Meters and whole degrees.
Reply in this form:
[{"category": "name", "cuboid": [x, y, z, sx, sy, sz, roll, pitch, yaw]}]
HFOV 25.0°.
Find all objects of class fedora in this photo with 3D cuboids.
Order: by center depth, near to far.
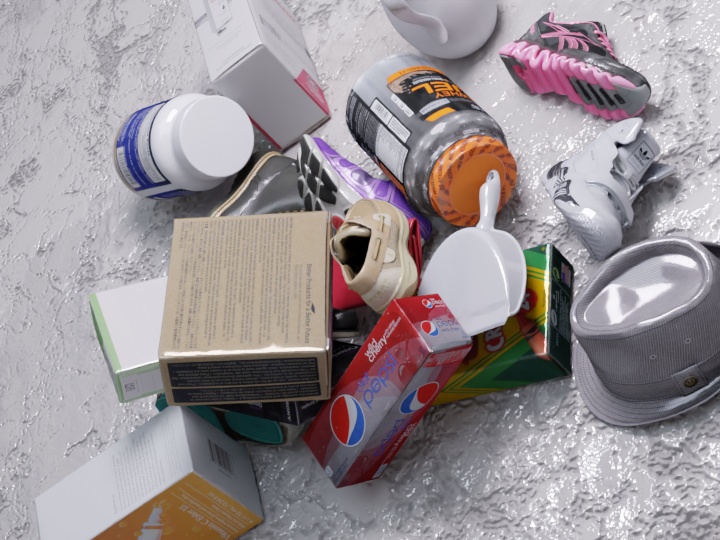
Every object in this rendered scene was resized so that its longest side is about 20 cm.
[{"category": "fedora", "cuboid": [0.260, 0.039, 1.458, 0.199, 0.090, 0.178, -22, 48, 27]}]

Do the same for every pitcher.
[{"category": "pitcher", "cuboid": [0.069, -0.306, 1.786, 0.120, 0.200, 0.173, -22, 49, 26]}]

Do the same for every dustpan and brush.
[{"category": "dustpan and brush", "cuboid": [0.113, -0.016, 1.578, 0.139, 0.057, 0.202, -23, 55, 43]}]

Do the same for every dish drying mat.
[{"category": "dish drying mat", "cuboid": [0.000, 0.000, 1.701, 0.199, 0.018, 0.078, -16, 75, 54]}]

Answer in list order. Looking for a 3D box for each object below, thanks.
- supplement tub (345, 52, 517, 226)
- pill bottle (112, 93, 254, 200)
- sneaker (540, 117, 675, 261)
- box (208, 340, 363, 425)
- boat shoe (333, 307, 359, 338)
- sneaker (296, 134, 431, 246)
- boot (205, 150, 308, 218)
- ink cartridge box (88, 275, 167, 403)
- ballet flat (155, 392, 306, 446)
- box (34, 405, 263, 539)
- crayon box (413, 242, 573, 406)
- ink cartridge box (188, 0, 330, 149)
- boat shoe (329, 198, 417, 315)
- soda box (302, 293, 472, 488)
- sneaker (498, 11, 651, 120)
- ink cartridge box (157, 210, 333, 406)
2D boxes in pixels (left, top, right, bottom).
[{"category": "supplement tub", "cuboid": [0.076, -0.137, 1.716, 0.123, 0.122, 0.200, -45, 43, 4]}, {"category": "pill bottle", "cuboid": [-0.210, -0.148, 1.927, 0.199, 0.115, 0.116, -4, 56, 60]}, {"category": "sneaker", "cuboid": [0.240, -0.084, 1.540, 0.115, 0.075, 0.200, -37, 16, 8]}, {"category": "box", "cuboid": [-0.086, 0.106, 1.677, 0.199, 0.036, 0.142, 9, 23, 42]}, {"category": "boat shoe", "cuboid": [-0.083, 0.037, 1.730, 0.200, 0.073, 0.064, 10, 93, 39]}, {"category": "sneaker", "cuboid": [0.001, -0.078, 1.765, 0.083, 0.081, 0.200, -22, 52, -33]}, {"category": "boot", "cuboid": [-0.102, -0.046, 1.837, 0.137, 0.077, 0.201, 10, 68, 38]}, {"category": "ink cartridge box", "cuboid": [-0.172, 0.054, 1.684, 0.198, 0.048, 0.146, -14, 36, -13]}, {"category": "ballet flat", "cuboid": [-0.131, 0.149, 1.734, 0.199, 0.072, 0.072, 6, 64, 39]}, {"category": "box", "cuboid": [-0.220, 0.247, 1.679, 0.199, 0.124, 0.098, -34, 44, 16]}, {"category": "crayon box", "cuboid": [0.110, 0.060, 1.597, 0.199, 0.051, 0.128, -17, 51, 31]}, {"category": "ink cartridge box", "cuboid": [-0.125, -0.267, 1.959, 0.082, 0.146, 0.201, -34, 43, 15]}, {"category": "boat shoe", "cuboid": [0.007, -0.027, 1.594, 0.071, 0.064, 0.200, -53, 22, 14]}, {"category": "soda box", "cuboid": [0.024, 0.115, 1.545, 0.070, 0.063, 0.201, 54, 128, 28]}, {"category": "sneaker", "cuboid": [0.236, -0.223, 1.692, 0.095, 0.079, 0.199, -46, 42, -14]}, {"category": "ink cartridge box", "cuboid": [-0.109, 0.035, 1.597, 0.163, 0.076, 0.201, -1, 43, 2]}]
